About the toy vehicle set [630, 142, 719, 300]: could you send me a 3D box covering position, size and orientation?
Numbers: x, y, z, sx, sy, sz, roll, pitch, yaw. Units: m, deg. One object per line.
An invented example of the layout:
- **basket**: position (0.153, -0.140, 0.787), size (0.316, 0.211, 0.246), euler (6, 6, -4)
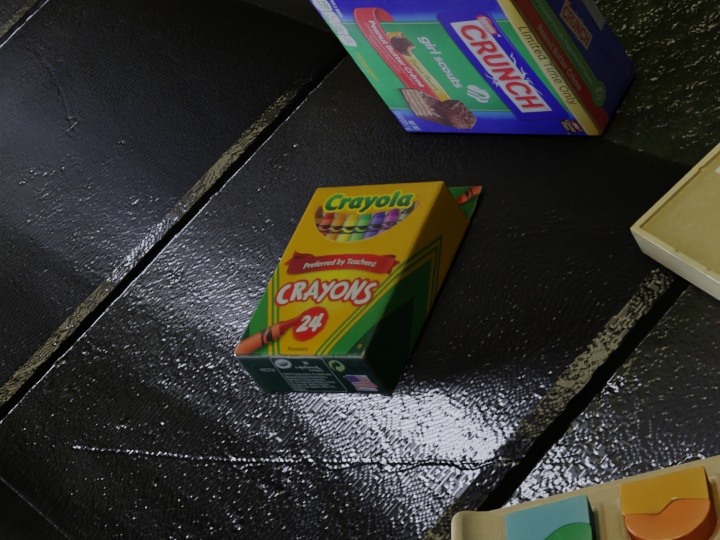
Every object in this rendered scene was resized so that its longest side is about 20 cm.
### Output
- **toy vehicle set**: position (0.295, -0.064, 1.284), size (0.200, 0.027, 0.124), euler (-42, 38, -7)

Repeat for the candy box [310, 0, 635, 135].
- **candy box**: position (0.086, -0.183, 1.455), size (0.199, 0.169, 0.077), euler (4, 56, 41)

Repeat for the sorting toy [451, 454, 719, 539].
- **sorting toy**: position (0.150, 0.185, 1.086), size (0.198, 0.037, 0.186), euler (-12, 37, 10)

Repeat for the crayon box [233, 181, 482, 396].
- **crayon box**: position (0.000, 0.000, 1.431), size (0.126, 0.051, 0.201), euler (-3, 49, 37)
